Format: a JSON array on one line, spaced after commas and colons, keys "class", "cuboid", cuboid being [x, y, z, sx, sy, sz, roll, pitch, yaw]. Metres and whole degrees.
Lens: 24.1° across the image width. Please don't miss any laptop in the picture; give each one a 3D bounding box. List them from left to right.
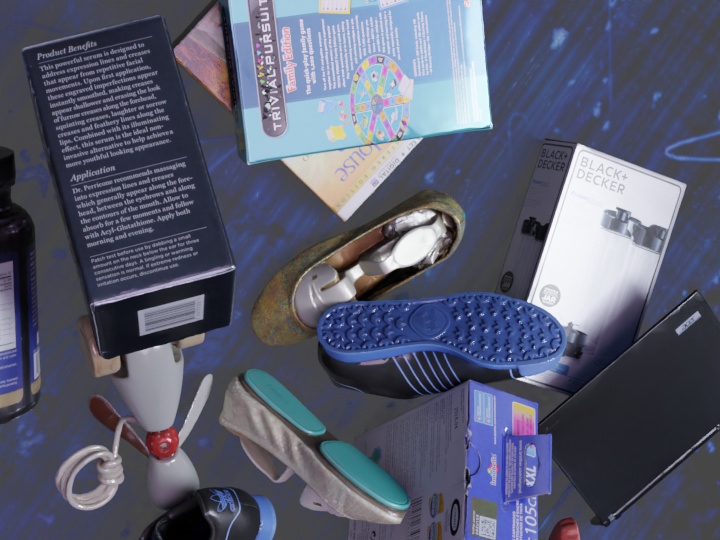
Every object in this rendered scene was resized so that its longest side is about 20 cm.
[{"class": "laptop", "cuboid": [0.240, 0.123, 1.431, 0.177, 0.200, 0.103, -39, 81, -2]}]

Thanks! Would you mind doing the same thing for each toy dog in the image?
[{"class": "toy dog", "cuboid": [-0.175, 0.090, 1.354, 0.131, 0.096, 0.201, 5, 115, -23]}]

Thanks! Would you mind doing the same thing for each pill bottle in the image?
[{"class": "pill bottle", "cuboid": [-0.300, 0.010, 1.276, 0.111, 0.112, 0.201, -3, 104, -14]}]

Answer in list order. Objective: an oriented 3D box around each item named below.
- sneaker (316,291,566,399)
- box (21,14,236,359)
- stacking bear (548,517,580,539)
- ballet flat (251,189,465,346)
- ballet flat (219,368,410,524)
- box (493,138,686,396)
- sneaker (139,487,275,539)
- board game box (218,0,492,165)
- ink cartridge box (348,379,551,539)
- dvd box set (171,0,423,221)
[{"class": "sneaker", "cuboid": [0.065, 0.065, 1.355, 0.199, 0.070, 0.078, 3, 147, 7]}, {"class": "box", "cuboid": [-0.168, -0.058, 1.232, 0.107, 0.149, 0.201, -14, 74, -10]}, {"class": "stacking bear", "cuboid": [0.091, 0.292, 1.451, 0.199, 0.114, 0.122, -5, 64, -2]}, {"class": "ballet flat", "cuboid": [0.000, 0.000, 1.375, 0.199, 0.071, 0.071, -32, 109, -5]}, {"class": "ballet flat", "cuboid": [-0.039, 0.156, 1.358, 0.067, 0.200, 0.063, 6, 117, -53]}, {"class": "box", "cuboid": [0.182, 0.002, 1.407, 0.116, 0.060, 0.201, 19, 89, -23]}, {"class": "sneaker", "cuboid": [-0.158, 0.243, 1.357, 0.200, 0.070, 0.078, -47, 140, 18]}, {"class": "board game box", "cuboid": [-0.004, -0.173, 1.308, 0.199, 0.047, 0.152, -9, 104, -12]}, {"class": "ink cartridge box", "cuboid": [0.073, 0.177, 1.344, 0.076, 0.200, 0.137, 18, 60, -27]}, {"class": "dvd box set", "cuboid": [-0.035, -0.158, 1.346, 0.146, 0.029, 0.200, -46, 109, 0]}]
